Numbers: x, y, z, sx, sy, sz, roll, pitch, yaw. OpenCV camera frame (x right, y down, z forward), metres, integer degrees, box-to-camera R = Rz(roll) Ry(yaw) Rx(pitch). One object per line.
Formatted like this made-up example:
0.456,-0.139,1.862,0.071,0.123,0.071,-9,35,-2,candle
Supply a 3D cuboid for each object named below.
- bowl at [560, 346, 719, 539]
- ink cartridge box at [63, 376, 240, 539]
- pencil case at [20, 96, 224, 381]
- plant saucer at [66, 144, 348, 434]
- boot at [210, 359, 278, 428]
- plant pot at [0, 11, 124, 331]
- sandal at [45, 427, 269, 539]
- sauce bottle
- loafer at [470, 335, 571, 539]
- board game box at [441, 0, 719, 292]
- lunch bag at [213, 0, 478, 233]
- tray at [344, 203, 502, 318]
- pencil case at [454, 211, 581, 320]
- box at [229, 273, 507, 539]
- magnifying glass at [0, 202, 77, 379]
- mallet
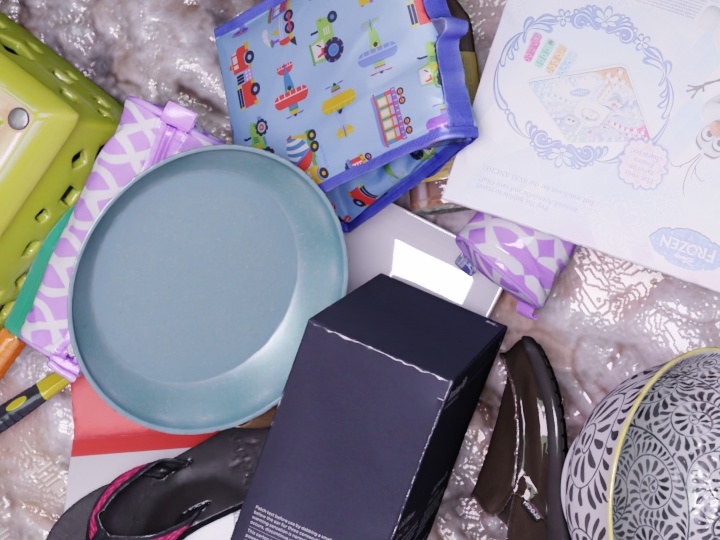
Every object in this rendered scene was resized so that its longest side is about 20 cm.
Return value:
0.199,0.149,1.443,0.094,0.200,0.203,3,89,47,bowl
-0.136,0.149,1.540,0.159,0.050,0.202,-5,90,9,ink cartridge box
-0.164,-0.019,1.456,0.083,0.085,0.202,23,90,4,pencil case
-0.105,0.009,1.412,0.198,0.036,0.202,-10,113,-24,plant saucer
-0.115,0.026,1.506,0.074,0.075,0.201,-47,71,32,boot
-0.295,-0.083,1.503,0.199,0.181,0.200,36,93,7,plant pot
-0.145,0.166,1.498,0.199,0.045,0.075,-32,71,-1,sandal
0.053,-0.141,1.511,0.064,0.065,0.202,-7,86,9,sauce bottle
0.111,0.147,1.486,0.071,0.073,0.202,-5,88,7,loafer
0.178,-0.110,1.397,0.198,0.043,0.201,19,91,12,board game box
0.000,-0.130,1.437,0.199,0.093,0.152,-29,67,48,lunch bag
0.000,0.000,1.535,0.199,0.022,0.108,27,92,9,tray
0.154,-0.060,1.473,0.085,0.084,0.200,42,89,-26,pencil case
0.006,0.116,1.426,0.103,0.200,0.184,23,103,9,box
-0.237,0.028,1.533,0.022,0.080,0.201,34,91,15,magnifying glass
-0.221,0.092,1.545,0.200,0.041,0.066,-40,64,2,mallet
